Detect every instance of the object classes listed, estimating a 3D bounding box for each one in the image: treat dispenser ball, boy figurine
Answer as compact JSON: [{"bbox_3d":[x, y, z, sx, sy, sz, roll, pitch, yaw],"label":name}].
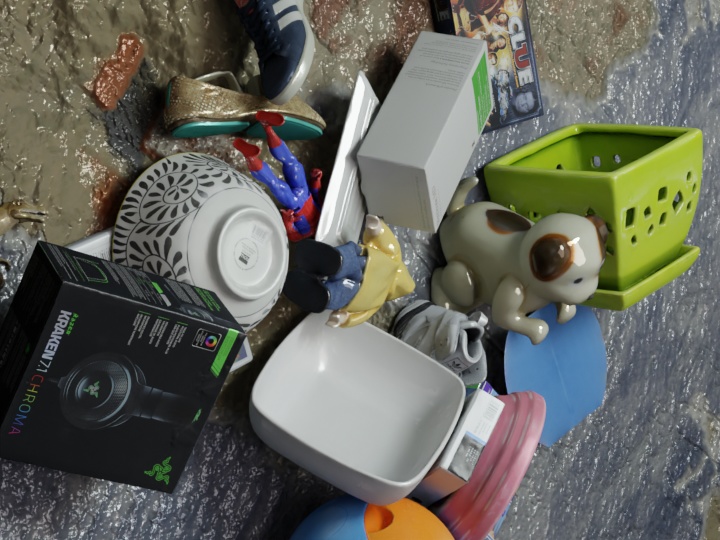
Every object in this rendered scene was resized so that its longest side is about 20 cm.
[{"bbox_3d":[0.012,0.330,1.560,0.200,0.200,0.203,0,90,-43],"label":"treat dispenser ball"},{"bbox_3d":[0.000,0.000,1.588,0.200,0.064,0.125,-4,115,-63],"label":"boy figurine"}]

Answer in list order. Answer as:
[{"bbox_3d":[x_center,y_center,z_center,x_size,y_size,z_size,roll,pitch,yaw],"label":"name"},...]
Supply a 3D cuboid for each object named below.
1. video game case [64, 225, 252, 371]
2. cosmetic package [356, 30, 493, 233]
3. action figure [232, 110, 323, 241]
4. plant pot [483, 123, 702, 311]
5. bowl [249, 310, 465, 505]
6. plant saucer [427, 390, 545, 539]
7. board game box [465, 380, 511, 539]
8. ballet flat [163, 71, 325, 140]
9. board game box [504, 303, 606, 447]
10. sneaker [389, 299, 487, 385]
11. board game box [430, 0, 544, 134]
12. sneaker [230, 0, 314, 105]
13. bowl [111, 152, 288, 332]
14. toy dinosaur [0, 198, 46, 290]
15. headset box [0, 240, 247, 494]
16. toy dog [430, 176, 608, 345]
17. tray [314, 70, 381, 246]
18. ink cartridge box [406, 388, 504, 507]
[{"bbox_3d":[-0.205,0.040,1.477,0.199,0.022,0.184,-26,108,-41],"label":"video game case"},{"bbox_3d":[0.073,-0.153,1.654,0.108,0.084,0.201,76,31,-51],"label":"cosmetic package"},{"bbox_3d":[-0.069,-0.081,1.556,0.066,0.051,0.200,-58,150,-19],"label":"action figure"},{"bbox_3d":[0.289,-0.064,1.827,0.198,0.199,0.183,-27,116,-40],"label":"plant pot"},{"bbox_3d":[-0.007,0.149,1.559,0.200,0.198,0.075,-52,166,-51],"label":"bowl"},{"bbox_3d":[0.131,0.214,1.648,0.051,0.201,0.202,30,67,-5],"label":"plant saucer"},{"bbox_3d":[0.128,0.245,1.779,0.135,0.034,0.201,48,59,-33],"label":"board game box"},{"bbox_3d":[-0.115,-0.169,1.532,0.199,0.070,0.066,-1,77,-47],"label":"ballet flat"},{"bbox_3d":[0.231,0.120,1.870,0.199,0.039,0.159,-31,108,-40],"label":"board game box"},{"bbox_3d":[0.066,0.120,1.667,0.075,0.114,0.201,44,62,-33],"label":"sneaker"},{"bbox_3d":[0.150,-0.270,1.798,0.135,0.034,0.202,-21,104,-41],"label":"board game box"},{"bbox_3d":[-0.099,-0.258,1.519,0.084,0.075,0.202,22,48,-35],"label":"sneaker"},{"bbox_3d":[-0.133,-0.016,1.466,0.200,0.094,0.203,-1,91,-44],"label":"bowl"},{"bbox_3d":[-0.365,-0.030,1.316,0.199,0.058,0.102,5,72,-51],"label":"toy dinosaur"},{"bbox_3d":[-0.221,0.091,1.351,0.199,0.093,0.175,19,105,-33],"label":"headset box"},{"bbox_3d":[0.193,-0.015,1.728,0.139,0.199,0.196,-13,99,-42],"label":"toy dog"},{"bbox_3d":[-0.005,-0.103,1.627,0.107,0.022,0.202,53,50,-70],"label":"tray"},{"bbox_3d":[0.089,0.200,1.640,0.039,0.200,0.100,30,67,-6],"label":"ink cartridge box"}]
